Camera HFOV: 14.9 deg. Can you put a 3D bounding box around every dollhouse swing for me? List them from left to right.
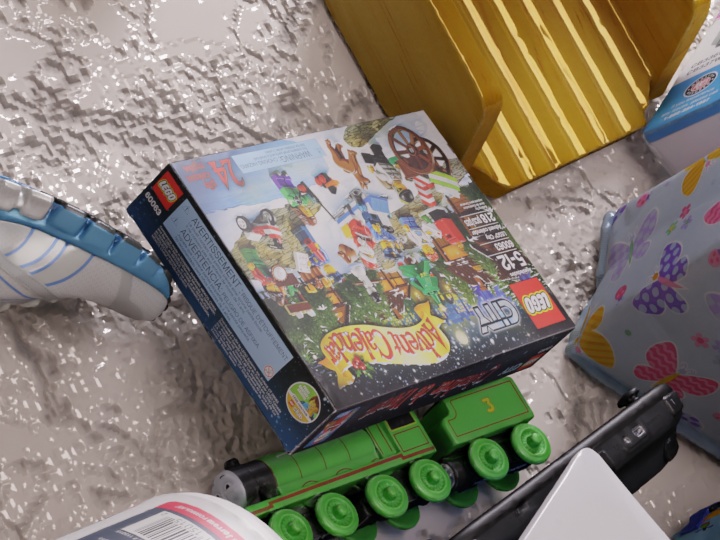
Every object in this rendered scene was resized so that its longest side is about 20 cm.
[{"bbox_3d":[0.115,-0.167,1.413,0.200,0.176,0.182,-25,85,-44],"label":"dollhouse swing"}]

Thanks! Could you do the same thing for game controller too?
[{"bbox_3d":[0.074,0.117,1.280,0.200,0.104,0.042,-31,83,-44],"label":"game controller"}]

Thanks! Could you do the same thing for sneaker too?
[{"bbox_3d":[-0.171,-0.005,1.184,0.200,0.075,0.087,24,87,-36],"label":"sneaker"}]

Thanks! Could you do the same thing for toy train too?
[{"bbox_3d":[0.010,0.093,1.288,0.200,0.042,0.056,-15,68,-42],"label":"toy train"}]

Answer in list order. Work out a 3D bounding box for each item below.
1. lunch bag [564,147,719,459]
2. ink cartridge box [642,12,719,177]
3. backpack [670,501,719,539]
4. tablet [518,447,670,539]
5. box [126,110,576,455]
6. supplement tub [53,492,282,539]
[{"bbox_3d":[0.237,0.024,1.416,0.200,0.170,0.127,34,53,-17],"label":"lunch bag"},{"bbox_3d":[0.283,-0.101,1.524,0.146,0.147,0.200,50,46,-16],"label":"ink cartridge box"},{"bbox_3d":[0.261,0.169,1.339,0.135,0.200,0.183,20,57,-30],"label":"backpack"},{"bbox_3d":[0.139,0.184,1.210,0.200,0.014,0.130,50,41,-8],"label":"tablet"},{"bbox_3d":[0.000,0.000,1.288,0.200,0.038,0.137,-16,67,-53],"label":"box"},{"bbox_3d":[-0.116,0.178,1.071,0.200,0.140,0.140,-20,81,-43],"label":"supplement tub"}]
